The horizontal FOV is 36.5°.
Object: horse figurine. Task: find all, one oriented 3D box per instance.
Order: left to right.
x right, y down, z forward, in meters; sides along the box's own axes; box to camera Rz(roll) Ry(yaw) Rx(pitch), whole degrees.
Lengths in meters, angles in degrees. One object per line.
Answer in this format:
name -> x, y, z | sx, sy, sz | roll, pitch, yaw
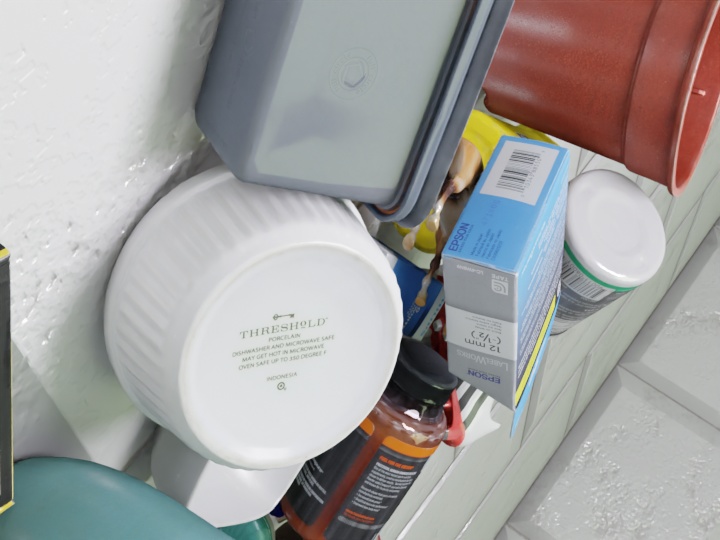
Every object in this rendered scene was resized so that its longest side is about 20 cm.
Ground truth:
horse figurine -> 0.070, -0.047, 0.877 | 0.202, 0.049, 0.134 | 74, 31, -47

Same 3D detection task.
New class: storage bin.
storage bin -> -0.016, -0.143, 0.667 | 0.132, 0.146, 0.202 | 2, 123, -35

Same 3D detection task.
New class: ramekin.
ramekin -> -0.062, 0.038, 0.719 | 0.199, 0.094, 0.206 | -13, 119, -25

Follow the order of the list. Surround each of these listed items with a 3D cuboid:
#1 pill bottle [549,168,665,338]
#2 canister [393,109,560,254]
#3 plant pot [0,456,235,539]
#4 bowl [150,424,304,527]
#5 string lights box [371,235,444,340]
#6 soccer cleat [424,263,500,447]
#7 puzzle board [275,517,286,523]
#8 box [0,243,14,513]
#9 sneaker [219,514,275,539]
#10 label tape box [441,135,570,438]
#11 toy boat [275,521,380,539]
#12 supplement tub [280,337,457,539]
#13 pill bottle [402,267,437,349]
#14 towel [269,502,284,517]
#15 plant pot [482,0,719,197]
pill bottle -> 0.187, -0.003, 1.041 | 0.113, 0.113, 0.200 | -42, 180, -34
canister -> 0.123, -0.082, 1.101 | 0.150, 0.086, 0.199 | -55, 159, 16
plant pot -> -0.189, 0.219, 0.714 | 0.201, 0.160, 0.202 | -46, 157, -26
bowl -> -0.089, 0.108, 0.912 | 0.202, 0.074, 0.199 | -58, 160, 3
string lights box -> 0.000, 0.000, 0.919 | 0.060, 0.102, 0.200 | -58, 159, 2
soccer cleat -> 0.107, 0.073, 1.056 | 0.084, 0.068, 0.204 | -7, 107, -30
puzzle board -> 0.011, 0.224, 1.232 | 0.150, 0.018, 0.199 | -16, 166, -49
box -> -0.251, 0.089, 0.552 | 0.159, 0.049, 0.202 | -35, 149, -43
sneaker -> -0.149, 0.320, 1.078 | 0.202, 0.071, 0.080 | -64, 163, 19
label tape box -> 0.120, 0.016, 0.891 | 0.202, 0.065, 0.144 | 85, 26, -46
toy boat -> -0.025, 0.330, 1.153 | 0.129, 0.132, 0.200 | -26, -176, -1
supplement tub -> 0.012, 0.163, 1.024 | 0.202, 0.107, 0.107 | -58, 160, 21
pill bottle -> 0.061, 0.096, 1.185 | 0.109, 0.108, 0.201 | -46, 157, -27
towel -> -0.043, 0.162, 1.126 | 0.148, 0.049, 0.202 | -44, 155, -32
plant pot -> 0.223, -0.192, 0.990 | 0.201, 0.193, 0.203 | -47, 147, -44
